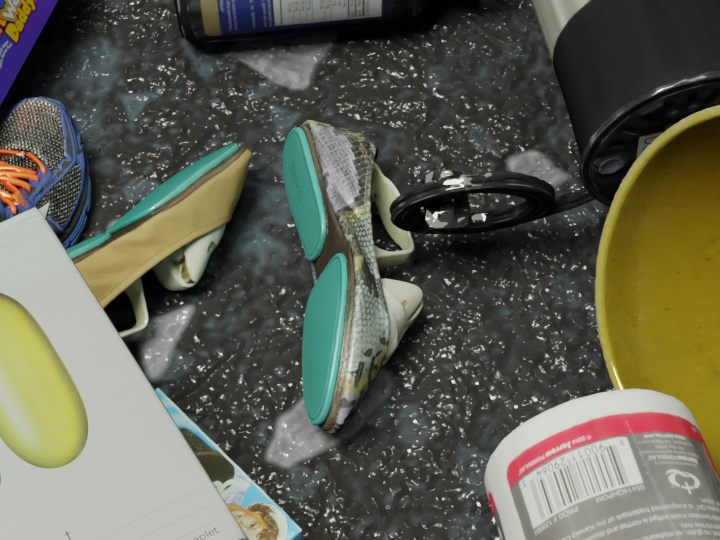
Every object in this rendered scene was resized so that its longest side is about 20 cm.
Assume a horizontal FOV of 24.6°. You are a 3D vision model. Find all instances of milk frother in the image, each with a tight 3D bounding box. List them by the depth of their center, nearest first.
[{"bbox_3d":[0.107,-0.121,0.922,0.200,0.181,0.188,-2,56,-17],"label":"milk frother"}]

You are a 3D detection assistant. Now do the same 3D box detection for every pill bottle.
[{"bbox_3d":[0.134,0.165,0.763,0.111,0.111,0.200,-10,55,-7],"label":"pill bottle"},{"bbox_3d":[-0.019,-0.205,1.034,0.200,0.112,0.112,-6,54,-4],"label":"pill bottle"}]

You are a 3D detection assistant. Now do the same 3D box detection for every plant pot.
[{"bbox_3d":[0.241,0.012,0.844,0.142,0.200,0.200,-7,49,-38],"label":"plant pot"}]

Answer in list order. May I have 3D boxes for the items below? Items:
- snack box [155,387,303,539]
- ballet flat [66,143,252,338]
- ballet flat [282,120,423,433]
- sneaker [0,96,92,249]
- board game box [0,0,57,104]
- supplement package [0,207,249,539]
[{"bbox_3d":[-0.139,0.159,0.815,0.200,0.037,0.116,-38,62,-24],"label":"snack box"},{"bbox_3d":[-0.127,-0.003,0.920,0.200,0.069,0.063,-36,102,-35],"label":"ballet flat"},{"bbox_3d":[0.000,0.000,0.916,0.072,0.072,0.200,-5,55,-3],"label":"ballet flat"},{"bbox_3d":[-0.205,-0.024,0.923,0.075,0.078,0.200,11,55,7],"label":"sneaker"},{"bbox_3d":[-0.254,-0.150,1.002,0.134,0.045,0.200,-6,48,31],"label":"board game box"},{"bbox_3d":[-0.173,0.118,0.732,0.191,0.147,0.200,-27,58,-18],"label":"supplement package"}]
